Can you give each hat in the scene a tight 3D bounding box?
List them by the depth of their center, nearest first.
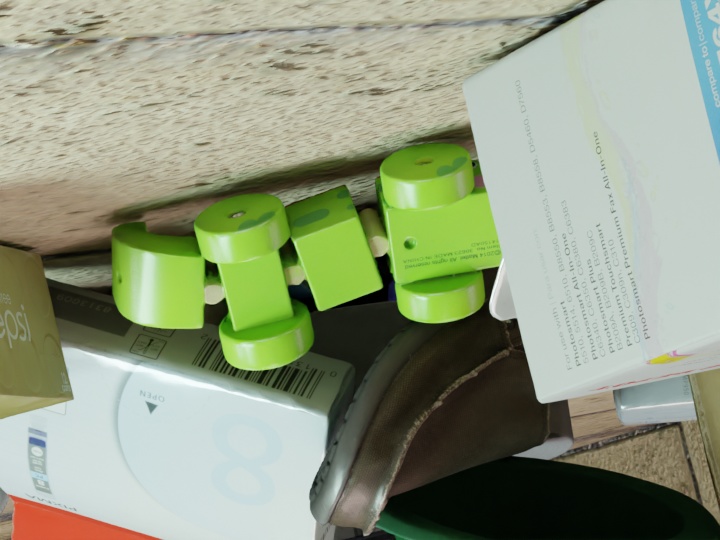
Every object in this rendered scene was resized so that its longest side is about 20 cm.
[{"bbox_3d":[0.075,0.186,1.293,0.199,0.177,0.165,0,-167,-33],"label":"hat"}]

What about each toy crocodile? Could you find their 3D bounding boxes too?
[{"bbox_3d":[-0.006,-0.011,1.195,0.199,0.068,0.062,-14,-154,-1],"label":"toy crocodile"}]

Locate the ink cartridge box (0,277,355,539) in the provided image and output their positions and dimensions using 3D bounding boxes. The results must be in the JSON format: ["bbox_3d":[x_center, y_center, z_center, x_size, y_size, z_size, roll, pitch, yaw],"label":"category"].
[{"bbox_3d":[-0.092,0.112,1.301,0.159,0.201,0.047,15,-147,11],"label":"ink cartridge box"}]

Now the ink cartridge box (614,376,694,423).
[{"bbox_3d":[0.233,0.050,1.519,0.199,0.048,0.160,-3,173,5],"label":"ink cartridge box"}]

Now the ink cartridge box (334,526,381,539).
[{"bbox_3d":[-0.050,0.090,1.560,0.085,0.146,0.199,-24,168,40],"label":"ink cartridge box"}]

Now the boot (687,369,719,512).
[{"bbox_3d":[0.155,0.032,1.274,0.066,0.201,0.175,-13,173,-7],"label":"boot"}]

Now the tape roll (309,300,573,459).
[{"bbox_3d":[0.001,0.066,1.392,0.199,0.067,0.200,-7,168,-2],"label":"tape roll"}]

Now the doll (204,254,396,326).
[{"bbox_3d":[0.000,0.000,1.354,0.199,0.049,0.136,-14,172,-3],"label":"doll"}]

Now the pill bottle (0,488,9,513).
[{"bbox_3d":[-0.267,0.107,1.460,0.106,0.107,0.200,-7,171,-39],"label":"pill bottle"}]

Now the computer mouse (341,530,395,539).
[{"bbox_3d":[-0.015,0.174,1.510,0.199,0.053,0.138,-11,163,-36],"label":"computer mouse"}]

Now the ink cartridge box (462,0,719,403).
[{"bbox_3d":[0.136,-0.036,1.013,0.128,0.126,0.200,-8,171,-33],"label":"ink cartridge box"}]

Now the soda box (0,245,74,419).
[{"bbox_3d":[-0.179,0.025,1.136,0.064,0.068,0.200,-16,173,12],"label":"soda box"}]

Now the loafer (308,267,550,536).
[{"bbox_3d":[0.052,0.049,1.230,0.200,0.071,0.073,-45,167,-38],"label":"loafer"}]
